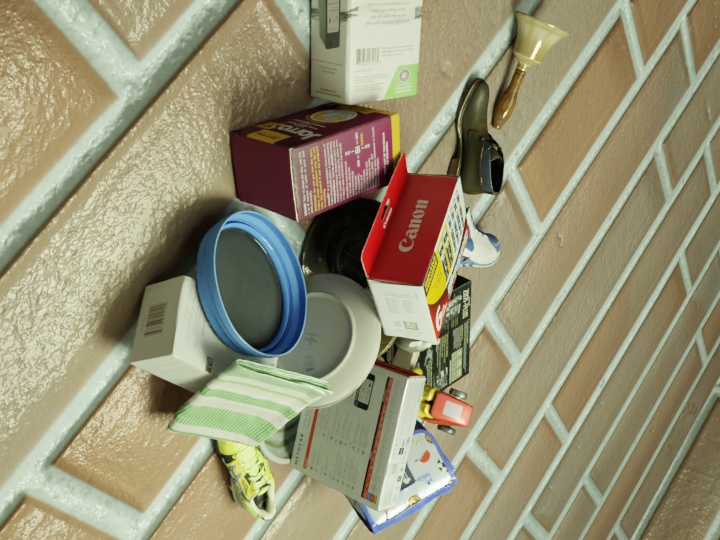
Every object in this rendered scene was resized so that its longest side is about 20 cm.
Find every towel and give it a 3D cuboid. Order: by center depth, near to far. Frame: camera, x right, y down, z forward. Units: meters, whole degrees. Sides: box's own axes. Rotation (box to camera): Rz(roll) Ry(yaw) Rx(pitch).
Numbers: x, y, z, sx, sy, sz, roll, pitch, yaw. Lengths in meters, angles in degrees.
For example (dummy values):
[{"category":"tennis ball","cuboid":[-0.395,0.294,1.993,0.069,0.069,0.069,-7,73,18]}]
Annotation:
[{"category":"towel","cuboid":[-0.150,0.182,1.023,0.152,0.200,0.024,20,48,-33]}]

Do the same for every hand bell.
[{"category":"hand bell","cuboid":[0.285,-0.348,1.381,0.104,0.104,0.201,-1,120,-46]}]

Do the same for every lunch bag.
[{"category":"lunch bag","cuboid":[0.046,0.329,1.295,0.169,0.200,0.124,-26,125,-14]}]

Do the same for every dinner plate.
[{"category":"dinner plate","cuboid":[-0.067,0.096,1.100,0.201,0.199,0.024,-61,150,-6]}]

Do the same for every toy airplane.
[{"category":"toy airplane","cuboid":[0.059,0.193,1.231,0.198,0.201,0.141,-31,151,14]}]

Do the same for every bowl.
[{"category":"bowl","cuboid":[-0.144,0.021,1.036,0.200,0.039,0.202,35,47,-50]}]

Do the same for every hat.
[{"category":"hat","cuboid":[0.014,-0.013,1.167,0.199,0.081,0.202,-2,98,-16]}]

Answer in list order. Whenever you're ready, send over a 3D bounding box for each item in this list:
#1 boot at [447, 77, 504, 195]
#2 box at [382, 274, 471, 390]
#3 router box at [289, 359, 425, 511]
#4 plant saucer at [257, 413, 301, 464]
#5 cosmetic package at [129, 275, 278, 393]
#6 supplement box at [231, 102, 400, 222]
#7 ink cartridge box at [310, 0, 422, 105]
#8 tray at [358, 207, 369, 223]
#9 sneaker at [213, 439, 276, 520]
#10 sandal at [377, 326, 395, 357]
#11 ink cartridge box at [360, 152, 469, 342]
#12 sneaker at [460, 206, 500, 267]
[{"category":"boot","cuboid":[0.218,-0.226,1.336,0.074,0.097,0.202,-9,113,-44]},{"category":"box","cuboid":[0.117,0.120,1.390,0.163,0.086,0.201,-26,124,-37]},{"category":"router box","cuboid":[-0.008,0.229,1.157,0.049,0.179,0.202,8,97,-53]},{"category":"plant saucer","cuboid":[-0.106,0.200,1.208,0.200,0.050,0.202,-22,119,-48]},{"category":"cosmetic package","cuboid":[-0.199,0.102,1.024,0.200,0.081,0.114,36,50,-48]},{"category":"supplement box","cuboid":[-0.057,-0.155,1.054,0.199,0.130,0.104,-27,125,-38]},{"category":"ink cartridge box","cuboid":[0.010,-0.344,1.073,0.145,0.084,0.201,-19,120,-41]},{"category":"tray","cuboid":[0.000,0.000,1.253,0.098,0.037,0.201,8,100,-48]},{"category":"sneaker","cuboid":[-0.166,0.296,1.177,0.075,0.076,0.201,-34,128,-30]},{"category":"sandal","cuboid":[0.041,0.072,1.257,0.201,0.080,0.054,-56,159,-19]},{"category":"ink cartridge box","cuboid":[0.082,-0.034,1.072,0.176,0.083,0.201,70,33,-49]},{"category":"sneaker","cuboid":[0.186,-0.069,1.384,0.199,0.080,0.116,-8,115,-43]}]
